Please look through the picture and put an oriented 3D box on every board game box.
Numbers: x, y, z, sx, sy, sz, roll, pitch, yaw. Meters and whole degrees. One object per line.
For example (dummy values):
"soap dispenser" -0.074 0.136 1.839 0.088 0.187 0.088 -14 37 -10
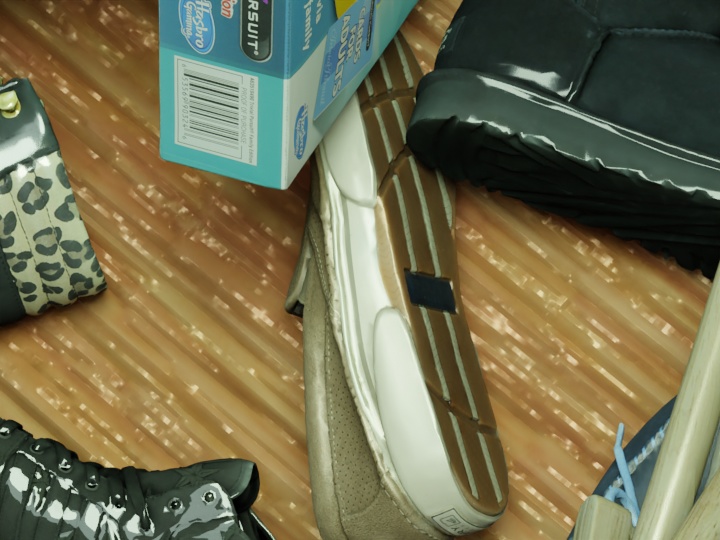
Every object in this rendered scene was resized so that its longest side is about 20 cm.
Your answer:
"board game box" -0.004 -0.145 0.831 0.047 0.152 0.200 16 40 15

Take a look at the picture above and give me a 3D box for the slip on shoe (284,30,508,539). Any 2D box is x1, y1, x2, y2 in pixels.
"slip on shoe" 0.000 0.000 0.888 0.060 0.076 0.201 -20 73 25

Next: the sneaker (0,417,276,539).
"sneaker" -0.077 0.087 0.867 0.104 0.060 0.200 -35 90 4

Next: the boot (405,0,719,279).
"boot" 0.127 -0.090 0.893 0.199 0.076 0.169 20 71 -1

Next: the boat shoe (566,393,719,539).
"boat shoe" 0.093 0.125 0.846 0.084 0.069 0.201 24 79 10

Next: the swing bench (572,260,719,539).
"swing bench" 0.186 0.086 0.783 0.198 0.130 0.201 28 86 -18

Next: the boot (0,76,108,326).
"boot" -0.188 -0.048 0.881 0.153 0.074 0.205 -22 110 -5
